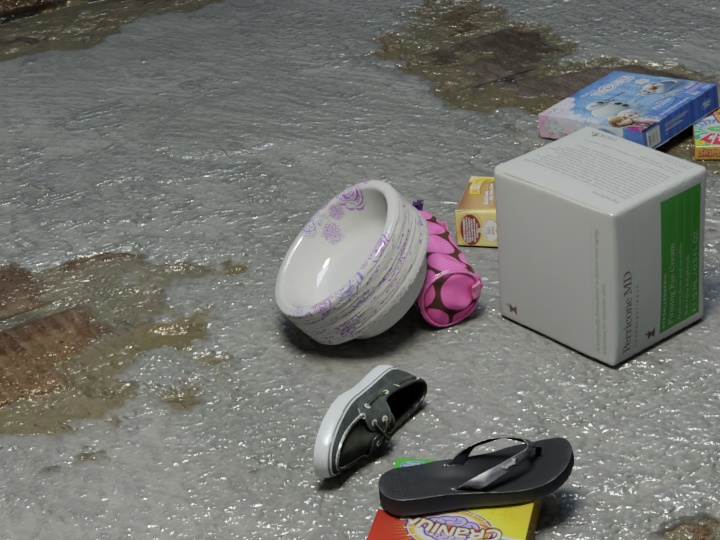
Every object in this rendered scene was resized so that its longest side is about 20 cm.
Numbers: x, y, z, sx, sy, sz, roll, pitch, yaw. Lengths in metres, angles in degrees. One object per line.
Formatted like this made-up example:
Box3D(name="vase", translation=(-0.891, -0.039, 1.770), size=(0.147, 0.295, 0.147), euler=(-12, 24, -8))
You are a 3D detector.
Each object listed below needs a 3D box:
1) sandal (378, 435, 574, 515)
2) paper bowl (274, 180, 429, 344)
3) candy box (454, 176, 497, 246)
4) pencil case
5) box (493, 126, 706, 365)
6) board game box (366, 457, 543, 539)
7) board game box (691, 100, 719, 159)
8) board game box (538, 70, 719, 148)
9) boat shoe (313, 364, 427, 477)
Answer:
Box3D(name="sandal", translation=(0.115, 0.193, 1.506), size=(0.198, 0.043, 0.076), euler=(-11, 27, -12))
Box3D(name="paper bowl", translation=(0.000, 0.000, 1.874), size=(0.200, 0.104, 0.202), euler=(-34, 33, 26))
Box3D(name="candy box", translation=(0.235, -0.078, 2.102), size=(0.198, 0.056, 0.116), euler=(3, 28, 15))
Box3D(name="pencil case", translation=(0.091, -0.007, 1.956), size=(0.093, 0.092, 0.200), euler=(-6, 29, -12))
Box3D(name="box", translation=(0.282, -0.033, 1.844), size=(0.170, 0.201, 0.199), euler=(-23, 32, -32))
Box3D(name="board game box", translation=(0.087, 0.255, 1.484), size=(0.151, 0.041, 0.200), euler=(2, 27, 13))
Box3D(name="board game box", translation=(0.550, -0.217, 2.362), size=(0.094, 0.030, 0.200), euler=(0, 24, 10))
Box3D(name="board game box", translation=(0.410, -0.245, 2.392), size=(0.198, 0.044, 0.199), euler=(14, 35, 44))
Box3D(name="boat shoe", translation=(0.012, 0.157, 1.662), size=(0.056, 0.069, 0.200), euler=(8, 27, 23))
